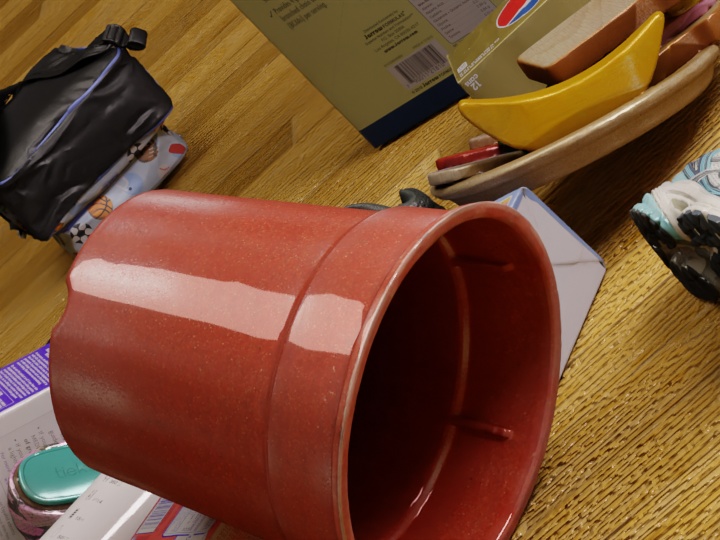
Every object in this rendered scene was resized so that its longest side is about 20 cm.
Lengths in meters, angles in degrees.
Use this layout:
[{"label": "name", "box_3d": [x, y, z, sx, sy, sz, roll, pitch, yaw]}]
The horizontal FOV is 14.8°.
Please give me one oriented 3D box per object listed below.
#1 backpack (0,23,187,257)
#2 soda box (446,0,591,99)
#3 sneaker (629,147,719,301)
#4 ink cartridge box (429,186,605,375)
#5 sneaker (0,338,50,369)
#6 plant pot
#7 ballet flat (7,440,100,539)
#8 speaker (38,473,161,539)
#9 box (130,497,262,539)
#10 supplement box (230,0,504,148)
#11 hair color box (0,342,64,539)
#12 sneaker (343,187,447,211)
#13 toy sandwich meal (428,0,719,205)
[{"label": "backpack", "box_3d": [-0.251, -0.110, 2.375, 0.200, 0.154, 0.190, -42, 25, -9]}, {"label": "soda box", "box_3d": [0.150, -0.175, 1.764, 0.200, 0.064, 0.068, -42, 18, 10]}, {"label": "sneaker", "box_3d": [0.198, -0.032, 1.336, 0.086, 0.078, 0.200, -44, 18, -6]}, {"label": "ink cartridge box", "box_3d": [0.027, 0.054, 1.536, 0.200, 0.076, 0.137, -30, 24, 44]}, {"label": "sneaker", "box_3d": [-0.185, 0.044, 1.901, 0.200, 0.084, 0.077, -31, 40, -34]}, {"label": "plant pot", "box_3d": [-0.034, 0.048, 1.357, 0.194, 0.201, 0.201, 13, 54, 31]}, {"label": "ballet flat", "box_3d": [-0.114, 0.120, 1.653, 0.199, 0.071, 0.069, -15, 57, -13]}, {"label": "speaker", "box_3d": [-0.138, 0.163, 1.529, 0.200, 0.081, 0.081, -48, 17, -30]}, {"label": "box", "box_3d": [-0.100, 0.216, 1.434, 0.102, 0.095, 0.200, -15, 35, 57]}, {"label": "supplement box", "box_3d": [0.028, -0.231, 1.933, 0.200, 0.200, 0.135, -29, 24, 41]}, {"label": "hair color box", "box_3d": [-0.165, 0.099, 1.689, 0.199, 0.110, 0.065, -27, 26, -15]}, {"label": "sneaker", "box_3d": [0.000, 0.000, 1.687, 0.200, 0.086, 0.080, -30, 22, 42]}, {"label": "toy sandwich meal", "box_3d": [0.120, -0.108, 1.580, 0.204, 0.071, 0.205, -28, 8, 4]}]
